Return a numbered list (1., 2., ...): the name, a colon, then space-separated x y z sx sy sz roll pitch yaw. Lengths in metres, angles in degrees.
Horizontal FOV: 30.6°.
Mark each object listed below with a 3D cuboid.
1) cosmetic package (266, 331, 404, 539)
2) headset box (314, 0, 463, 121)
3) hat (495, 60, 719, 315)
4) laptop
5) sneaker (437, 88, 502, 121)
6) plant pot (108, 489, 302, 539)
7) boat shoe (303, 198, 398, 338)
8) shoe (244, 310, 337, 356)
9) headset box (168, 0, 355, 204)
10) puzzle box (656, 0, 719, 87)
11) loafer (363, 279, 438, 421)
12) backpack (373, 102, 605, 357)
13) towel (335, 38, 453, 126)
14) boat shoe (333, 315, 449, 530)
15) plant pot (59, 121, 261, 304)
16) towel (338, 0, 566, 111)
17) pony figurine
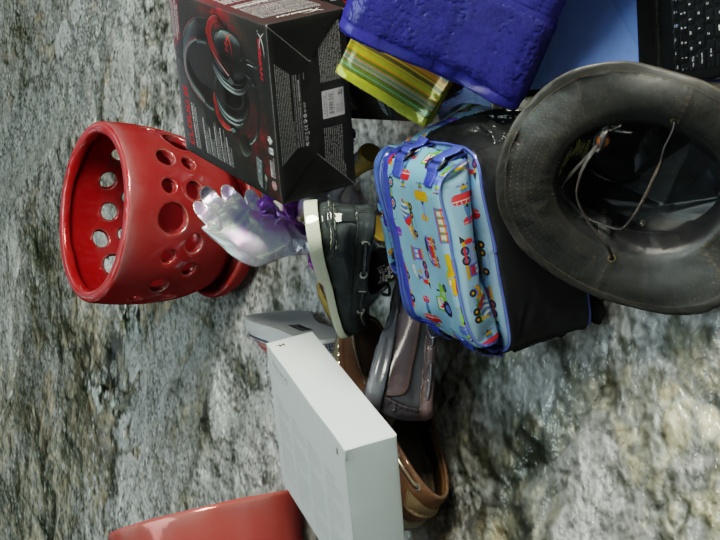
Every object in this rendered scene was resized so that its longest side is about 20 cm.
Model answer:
1. cosmetic package: -0.022 0.164 1.139 0.200 0.051 0.151 -134 33 -58
2. headset box: -0.008 -0.209 1.113 0.200 0.077 0.149 15 135 61
3. hat: 0.199 -0.067 0.915 0.201 0.200 0.081 -57 0 34
4. laptop: 0.181 -0.215 0.901 0.200 0.103 0.178 -174 80 -69
5. sneaker: 0.076 -0.196 1.150 0.076 0.077 0.201 -18 73 52
6. plant pot: -0.139 0.327 1.314 0.200 0.200 0.178 -29 71 51
7. boat shoe: 0.000 -0.002 1.107 0.200 0.066 0.075 74 -172 -57
8. shoe: -0.063 0.096 1.322 0.200 0.071 0.091 -163 68 -65
9. headset box: -0.090 -0.158 1.106 0.200 0.075 0.149 32 132 51
10. puzzle box: 0.222 -0.204 0.977 0.200 0.025 0.134 16 100 56
11. loafer: 0.054 0.039 1.153 0.072 0.063 0.201 102 -175 -68
12. backpack: 0.083 -0.040 1.042 0.200 0.134 0.183 29 133 61
13. towel: 0.057 -0.210 0.974 0.200 0.086 0.018 -63 -3 28
14. boat shoe: 0.035 0.127 1.179 0.072 0.076 0.201 -37 64 43
15. plant pot: -0.221 -0.057 1.480 0.200 0.182 0.201 -13 74 54
16. towel: 0.086 -0.229 0.925 0.050 0.147 0.201 -64 -2 -63
17. pony figurine: -0.039 -0.051 1.240 0.193 0.166 0.200 51 150 14
